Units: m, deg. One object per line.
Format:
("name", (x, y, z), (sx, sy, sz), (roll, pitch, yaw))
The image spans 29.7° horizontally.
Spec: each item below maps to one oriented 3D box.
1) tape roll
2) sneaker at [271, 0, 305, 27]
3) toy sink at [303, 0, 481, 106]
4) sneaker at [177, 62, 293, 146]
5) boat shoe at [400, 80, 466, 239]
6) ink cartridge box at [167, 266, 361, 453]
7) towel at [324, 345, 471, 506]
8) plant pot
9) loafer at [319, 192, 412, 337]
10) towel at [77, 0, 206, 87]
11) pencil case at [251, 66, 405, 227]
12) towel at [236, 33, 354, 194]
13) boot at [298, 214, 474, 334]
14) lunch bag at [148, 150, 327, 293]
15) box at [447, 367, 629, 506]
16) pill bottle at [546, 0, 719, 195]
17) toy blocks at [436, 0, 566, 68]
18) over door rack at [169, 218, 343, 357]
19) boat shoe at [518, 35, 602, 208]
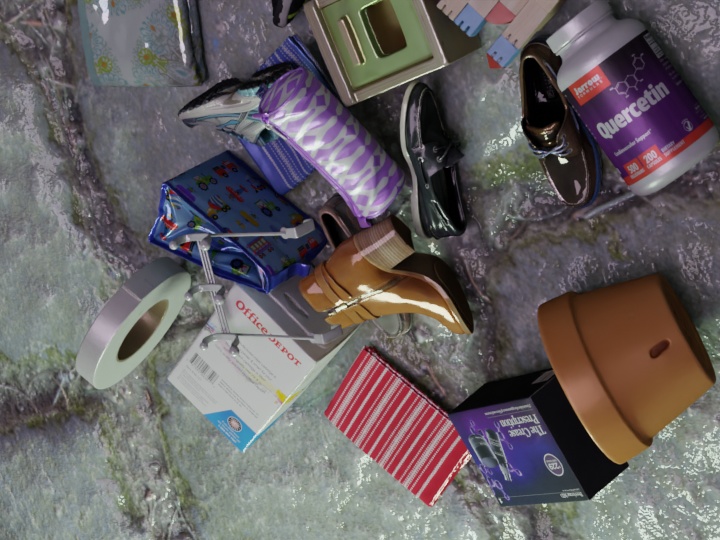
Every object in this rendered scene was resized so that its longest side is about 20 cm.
("tape roll", (-0.308, 0.071, 1.846), (0.037, 0.202, 0.204), (37, 123, 11))
("sneaker", (-0.051, -0.359, 1.603), (0.082, 0.073, 0.201), (7, 144, -17))
("toy sink", (0.017, -0.275, 1.575), (0.198, 0.112, 0.132), (-17, 101, 34))
("sneaker", (-0.147, -0.189, 1.676), (0.198, 0.078, 0.087), (-6, 118, 44))
("boat shoe", (0.093, -0.128, 1.612), (0.065, 0.074, 0.202), (10, 117, 31))
("ink cartridge box", (-0.124, 0.102, 1.787), (0.147, 0.145, 0.200), (44, 125, 5))
("towel", (0.054, 0.208, 1.806), (0.199, 0.022, 0.145), (39, 126, 12))
("plant pot", (0.308, 0.097, 1.527), (0.139, 0.200, 0.202), (-29, 95, 18))
("loafer", (0.000, 0.000, 1.726), (0.071, 0.063, 0.202), (-19, 99, 34))
("towel", (-0.291, -0.338, 1.762), (0.169, 0.048, 0.203), (5, 112, 29))
("pencil case", (-0.035, -0.147, 1.589), (0.200, 0.086, 0.084), (42, 156, -23))
("towel", (-0.094, -0.189, 1.695), (0.146, 0.024, 0.200), (54, 141, -1))
("boot", (0.034, 0.038, 1.671), (0.154, 0.077, 0.200), (-34, 123, 21))
("lunch bag", (-0.143, -0.052, 1.732), (0.199, 0.150, 0.095), (30, 122, 16))
("box", (0.210, 0.203, 1.634), (0.142, 0.079, 0.200), (57, 153, -4))
("pill bottle", (0.287, -0.188, 1.457), (0.112, 0.112, 0.201), (-36, 90, 35))
("toy blocks", (0.142, -0.316, 1.476), (0.200, 0.100, 0.137), (44, 111, 6))
("over door rack", (-0.133, 0.023, 1.625), (0.198, 0.067, 0.150), (-5, 108, 31))
("boat shoe", (0.215, -0.159, 1.534), (0.072, 0.072, 0.202), (-13, 103, 33))
